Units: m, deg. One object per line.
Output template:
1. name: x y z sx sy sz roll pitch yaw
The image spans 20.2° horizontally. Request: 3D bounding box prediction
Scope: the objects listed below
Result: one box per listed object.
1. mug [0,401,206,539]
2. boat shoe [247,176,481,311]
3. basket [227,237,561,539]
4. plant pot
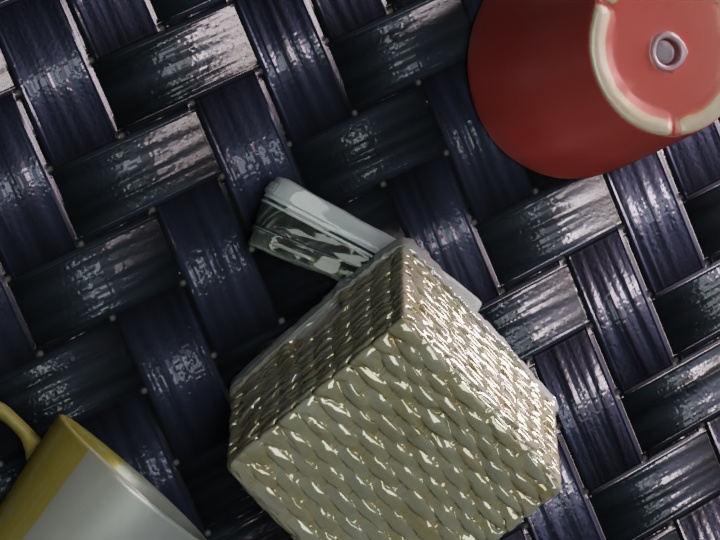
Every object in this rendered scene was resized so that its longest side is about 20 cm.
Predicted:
1. mug: -0.227 0.205 1.515 0.153 0.186 0.149 -50 138 -4
2. boat shoe: 0.000 0.000 1.620 0.199 0.072 0.071 29 90 -8
3. basket: 0.025 0.122 1.542 0.198 0.161 0.200 -40 104 13
4. plant pot: 0.209 -0.174 1.630 0.199 0.177 0.203 0 91 -20
